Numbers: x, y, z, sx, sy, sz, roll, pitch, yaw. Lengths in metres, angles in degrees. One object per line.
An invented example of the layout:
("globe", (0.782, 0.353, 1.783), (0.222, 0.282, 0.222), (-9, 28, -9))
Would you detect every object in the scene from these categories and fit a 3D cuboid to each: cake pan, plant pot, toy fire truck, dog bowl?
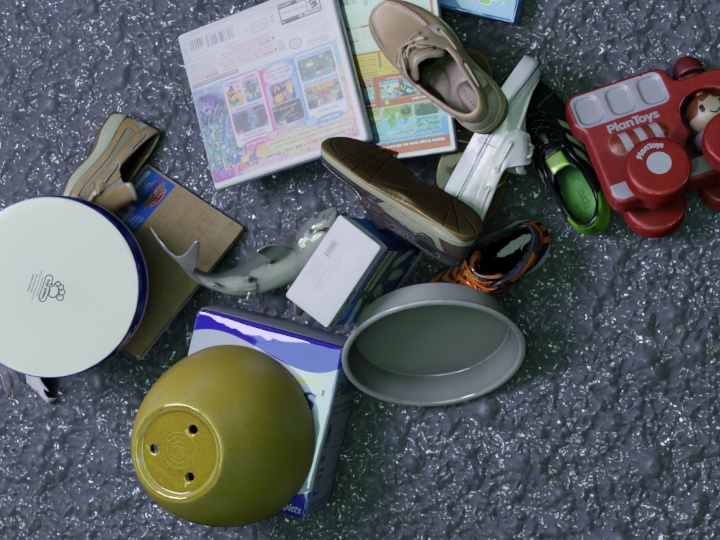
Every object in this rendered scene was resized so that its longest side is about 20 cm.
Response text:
("cake pan", (0.078, 0.080, 1.410), (0.199, 0.201, 0.037), (-15, 50, 15))
("plant pot", (-0.164, 0.184, 1.381), (0.198, 0.142, 0.202), (0, 91, 16))
("toy fire truck", (0.332, -0.143, 1.365), (0.199, 0.112, 0.169), (-19, 66, 2))
("dog bowl", (-0.338, 0.017, 1.445), (0.198, 0.079, 0.202), (0, 92, -3))

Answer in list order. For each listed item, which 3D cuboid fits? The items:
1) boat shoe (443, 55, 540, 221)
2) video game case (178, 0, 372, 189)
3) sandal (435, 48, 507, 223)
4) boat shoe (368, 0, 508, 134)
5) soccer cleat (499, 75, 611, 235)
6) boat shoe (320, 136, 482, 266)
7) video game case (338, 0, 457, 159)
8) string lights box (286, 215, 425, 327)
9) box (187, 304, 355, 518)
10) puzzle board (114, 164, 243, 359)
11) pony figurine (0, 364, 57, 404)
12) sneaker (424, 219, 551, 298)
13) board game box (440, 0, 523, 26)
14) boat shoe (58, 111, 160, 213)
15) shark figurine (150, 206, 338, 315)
("boat shoe", (0.151, -0.128, 1.388), (0.069, 0.071, 0.201), (29, 96, 4))
("video game case", (-0.097, -0.204, 1.452), (0.199, 0.024, 0.184), (-16, 87, 23))
("sandal", (0.122, -0.144, 1.453), (0.080, 0.054, 0.202), (-2, 86, 4))
("boat shoe", (0.073, -0.222, 1.357), (0.200, 0.064, 0.071), (45, 107, 26))
("soccer cleat", (0.211, -0.130, 1.412), (0.067, 0.081, 0.201), (-32, 82, 14))
("boat shoe", (0.033, -0.070, 1.367), (0.199, 0.073, 0.065), (36, 129, 22))
("video game case", (0.025, -0.221, 1.429), (0.142, 0.017, 0.202), (-7, 90, 15))
("string lights box", (0.000, 0.000, 1.412), (0.059, 0.200, 0.103), (37, 101, 14))
("box", (-0.111, 0.157, 1.494), (0.183, 0.105, 0.202), (14, 93, 15))
("puzzle board", (-0.255, -0.012, 1.539), (0.150, 0.017, 0.200), (33, 71, 14))
("pony figurine", (-0.421, 0.055, 1.572), (0.200, 0.167, 0.193), (-44, 78, -9))
("sneaker", (0.117, 0.011, 1.423), (0.200, 0.112, 0.078), (-43, 79, 12))
("board game box", (0.098, -0.372, 1.467), (0.199, 0.037, 0.153), (16, 95, 16))
("boat shoe", (-0.298, -0.097, 1.532), (0.076, 0.072, 0.201), (19, 69, 10))
("shark figurine", (-0.134, -0.011, 1.504), (0.090, 0.213, 0.129), (47, 139, 48))
